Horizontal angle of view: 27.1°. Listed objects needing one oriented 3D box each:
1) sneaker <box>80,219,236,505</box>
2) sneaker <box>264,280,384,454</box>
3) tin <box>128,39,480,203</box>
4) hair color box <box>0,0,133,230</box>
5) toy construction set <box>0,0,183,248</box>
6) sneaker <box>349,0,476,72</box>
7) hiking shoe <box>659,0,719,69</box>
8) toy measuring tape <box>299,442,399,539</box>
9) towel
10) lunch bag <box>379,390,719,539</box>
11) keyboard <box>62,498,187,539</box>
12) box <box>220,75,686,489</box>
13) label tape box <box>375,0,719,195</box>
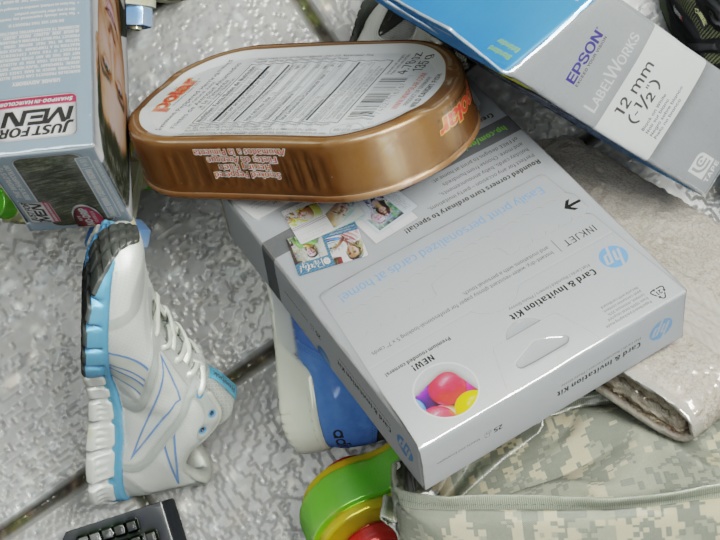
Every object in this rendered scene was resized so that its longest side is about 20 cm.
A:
[{"bbox_3d":[-0.113,0.052,0.837,0.087,0.200,0.075,0,43,-5],"label":"sneaker"},{"bbox_3d":[0.000,0.000,0.858,0.111,0.077,0.200,-9,88,11],"label":"sneaker"},{"bbox_3d":[-0.033,-0.082,0.789,0.200,0.112,0.042,3,123,32],"label":"tin"},{"bbox_3d":[-0.162,-0.132,0.796,0.061,0.099,0.200,-5,70,2],"label":"hair color box"},{"bbox_3d":[-0.168,-0.104,0.880,0.131,0.092,0.200,1,76,31],"label":"toy construction set"},{"bbox_3d":[0.047,-0.143,0.869,0.088,0.074,0.200,20,88,10],"label":"sneaker"},{"bbox_3d":[0.216,-0.117,0.813,0.076,0.101,0.200,-26,63,2],"label":"hiking shoe"},{"bbox_3d":[0.007,0.109,0.813,0.074,0.074,0.200,16,128,7],"label":"toy measuring tape"},{"bbox_3d":[0.137,0.000,0.802,0.133,0.034,0.200,-35,53,-30],"label":"towel"},{"bbox_3d":[0.117,0.156,0.787,0.200,0.118,0.164,-7,116,5],"label":"lunch bag"},{"bbox_3d":[-0.095,0.234,0.878,0.127,0.021,0.200,-19,84,5],"label":"keyboard"},{"bbox_3d":[0.042,-0.005,0.762,0.156,0.041,0.200,-29,51,-15],"label":"box"},{"bbox_3d":[0.093,-0.125,0.775,0.066,0.200,0.143,-57,38,7],"label":"label tape box"}]
